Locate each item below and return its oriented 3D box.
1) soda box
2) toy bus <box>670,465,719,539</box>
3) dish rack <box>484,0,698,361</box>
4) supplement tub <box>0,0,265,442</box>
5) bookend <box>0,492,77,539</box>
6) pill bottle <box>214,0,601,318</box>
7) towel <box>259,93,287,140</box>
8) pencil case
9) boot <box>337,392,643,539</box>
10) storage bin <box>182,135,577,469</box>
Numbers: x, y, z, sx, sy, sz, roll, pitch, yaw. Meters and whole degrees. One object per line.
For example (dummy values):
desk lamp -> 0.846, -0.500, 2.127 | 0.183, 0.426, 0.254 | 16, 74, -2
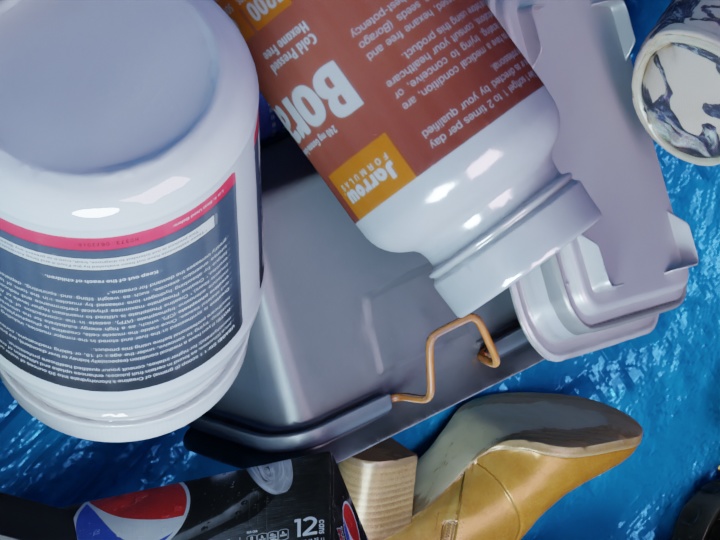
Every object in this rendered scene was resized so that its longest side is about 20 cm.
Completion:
soda box -> -0.099, 0.149, 1.408 | 0.199, 0.063, 0.071 | -12, 132, 10
toy bus -> 0.300, 0.146, 1.756 | 0.192, 0.135, 0.201 | 14, 96, -53
dish rack -> 0.114, -0.062, 1.493 | 0.171, 0.043, 0.201 | -12, 86, -60
supplement tub -> -0.113, -0.027, 1.297 | 0.140, 0.140, 0.200 | -35, 152, -22
bookend -> -0.206, 0.094, 1.311 | 0.198, 0.092, 0.201 | 16, 98, -11
pill bottle -> 0.022, -0.082, 1.373 | 0.112, 0.112, 0.200 | -36, 90, -21
towel -> -0.041, -0.136, 1.447 | 0.200, 0.024, 0.145 | -25, 122, -28
pencil case -> 0.210, -0.129, 1.549 | 0.089, 0.078, 0.200 | 42, 42, -2
boot -> 0.061, 0.150, 1.612 | 0.200, 0.071, 0.145 | -8, 117, -30
storage bin -> 0.000, 0.000, 1.465 | 0.200, 0.145, 0.135 | -25, 111, -28
